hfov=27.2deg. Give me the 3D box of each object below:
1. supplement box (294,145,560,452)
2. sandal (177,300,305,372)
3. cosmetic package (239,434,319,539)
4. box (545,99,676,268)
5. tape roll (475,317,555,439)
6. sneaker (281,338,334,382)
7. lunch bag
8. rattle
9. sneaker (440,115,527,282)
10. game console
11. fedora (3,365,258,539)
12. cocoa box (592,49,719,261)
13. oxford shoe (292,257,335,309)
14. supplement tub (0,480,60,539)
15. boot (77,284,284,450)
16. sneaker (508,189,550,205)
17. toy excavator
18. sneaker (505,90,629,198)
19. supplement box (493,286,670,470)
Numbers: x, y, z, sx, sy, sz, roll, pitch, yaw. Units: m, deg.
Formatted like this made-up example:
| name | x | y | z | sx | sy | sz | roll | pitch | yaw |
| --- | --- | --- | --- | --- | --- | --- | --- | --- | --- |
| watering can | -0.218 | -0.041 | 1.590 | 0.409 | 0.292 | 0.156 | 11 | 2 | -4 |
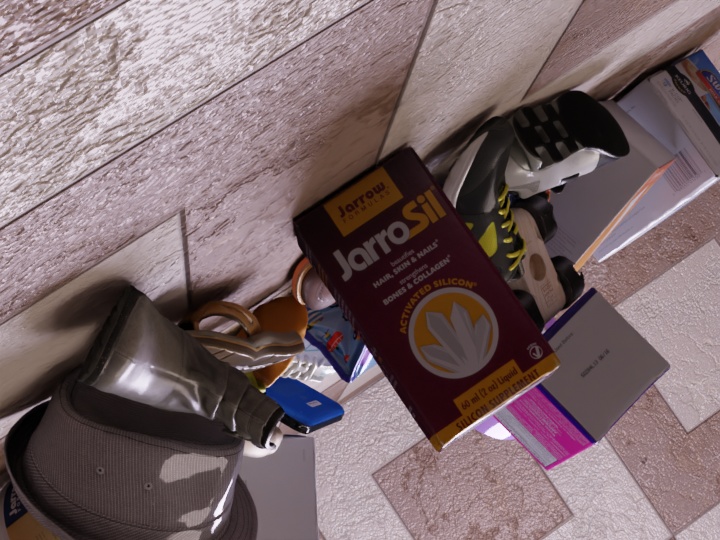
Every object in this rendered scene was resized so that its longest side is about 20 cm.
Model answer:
| name | x | y | z | sx | sy | sz | roll | pitch | yaw |
| --- | --- | --- | --- | --- | --- | --- | --- | --- | --- |
| supplement box | 0.048 | 0.023 | 1.127 | 0.110 | 0.201 | 0.086 | -34 | 172 | -5 |
| sandal | -0.108 | 0.051 | 1.177 | 0.080 | 0.054 | 0.200 | -17 | 172 | 22 |
| cosmetic package | -0.148 | 0.239 | 1.598 | 0.198 | 0.124 | 0.200 | -2 | 173 | -5 |
| box | 0.221 | -0.069 | 1.554 | 0.200 | 0.097 | 0.124 | -51 | 170 | 20 |
| tape roll | 0.137 | 0.076 | 1.579 | 0.066 | 0.201 | 0.200 | -37 | 172 | 31 |
| sneaker | -0.060 | 0.073 | 1.462 | 0.200 | 0.081 | 0.070 | -25 | 170 | -48 |
| lunch bag | 0.040 | -0.014 | 1.401 | 0.150 | 0.094 | 0.200 | -29 | 157 | -48 |
| rattle | -0.125 | 0.081 | 1.264 | 0.143 | 0.130 | 0.200 | -46 | 145 | 11 |
| sneaker | 0.107 | -0.036 | 1.250 | 0.075 | 0.084 | 0.201 | -52 | 160 | -52 |
| game console | -0.130 | 0.166 | 1.625 | 0.119 | 0.170 | 0.200 | -62 | 170 | 5 |
| fedora | -0.154 | 0.131 | 1.085 | 0.177 | 0.199 | 0.091 | -70 | -177 | -61 |
| cocoa box | 0.324 | -0.128 | 1.667 | 0.131 | 0.134 | 0.200 | -29 | 171 | -44 |
| oxford shoe | 0.000 | 0.000 | 1.268 | 0.071 | 0.073 | 0.200 | -31 | 172 | -31 |
| supplement tub | -0.238 | 0.219 | 1.335 | 0.200 | 0.145 | 0.144 | -37 | 172 | 20 |
| boot | -0.107 | 0.072 | 0.982 | 0.068 | 0.130 | 0.200 | -61 | 178 | -4 |
| sneaker | 0.149 | -0.035 | 1.470 | 0.079 | 0.075 | 0.201 | -65 | 172 | -62 |
| toy excavator | 0.108 | 0.040 | 1.403 | 0.199 | 0.196 | 0.100 | -11 | -162 | 44 |
| sneaker | 0.167 | -0.108 | 1.349 | 0.199 | 0.074 | 0.088 | -11 | 157 | -49 |
| supplement box | 0.193 | 0.106 | 1.386 | 0.101 | 0.103 | 0.200 | -43 | 175 | -14 |
